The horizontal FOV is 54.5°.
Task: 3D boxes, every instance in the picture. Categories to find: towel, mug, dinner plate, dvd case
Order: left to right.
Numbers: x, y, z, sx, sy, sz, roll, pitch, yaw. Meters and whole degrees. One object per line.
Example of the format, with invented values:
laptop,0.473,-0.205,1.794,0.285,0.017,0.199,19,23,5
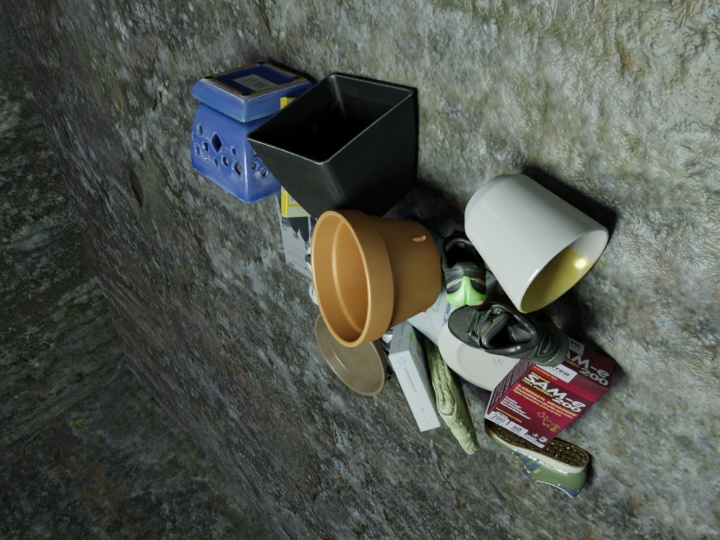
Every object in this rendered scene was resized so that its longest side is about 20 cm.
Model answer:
dvd case,-0.120,-0.066,1.510,0.150,0.025,0.200,32,142,37
towel,0.156,0.210,1.228,0.200,0.036,0.148,-101,-15,-48
dinner plate,0.220,0.140,1.118,0.200,0.024,0.200,13,137,12
mug,0.212,-0.036,0.941,0.153,0.149,0.187,50,131,28

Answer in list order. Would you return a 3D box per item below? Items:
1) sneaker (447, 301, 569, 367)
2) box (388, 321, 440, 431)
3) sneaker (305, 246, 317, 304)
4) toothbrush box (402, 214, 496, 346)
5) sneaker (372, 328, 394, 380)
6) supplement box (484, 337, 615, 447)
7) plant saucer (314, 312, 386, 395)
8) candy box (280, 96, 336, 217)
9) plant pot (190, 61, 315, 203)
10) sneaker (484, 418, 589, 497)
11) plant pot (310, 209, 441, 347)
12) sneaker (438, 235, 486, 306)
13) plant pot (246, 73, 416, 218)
sneaker,0.182,0.077,0.985,0.114,0.076,0.199,24,176,-39
box,0.102,0.164,1.252,0.041,0.200,0.156,-18,108,15
sneaker,-0.061,-0.003,1.310,0.199,0.079,0.130,-155,44,-72
toothbrush box,0.119,0.025,1.188,0.200,0.085,0.147,39,146,27
sneaker,0.028,0.163,1.448,0.199,0.079,0.130,7,115,41
supplement box,0.283,0.182,1.063,0.109,0.061,0.200,28,138,3
plant saucer,-0.017,0.162,1.414,0.200,0.029,0.200,32,138,34
candy box,-0.089,-0.194,1.206,0.026,0.102,0.200,13,105,53
plant pot,-0.185,-0.262,1.267,0.200,0.200,0.180,33,135,37
sneaker,0.300,0.326,1.213,0.200,0.067,0.090,19,127,43
plant pot,0.027,0.001,1.043,0.200,0.140,0.201,34,130,56
sneaker,0.156,-0.016,1.047,0.200,0.077,0.084,-94,1,-69
plant pot,-0.026,-0.176,1.124,0.199,0.200,0.178,25,147,42
